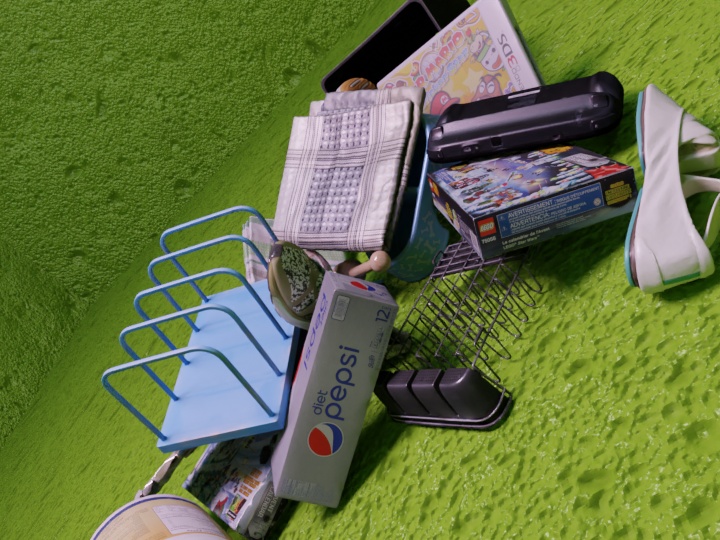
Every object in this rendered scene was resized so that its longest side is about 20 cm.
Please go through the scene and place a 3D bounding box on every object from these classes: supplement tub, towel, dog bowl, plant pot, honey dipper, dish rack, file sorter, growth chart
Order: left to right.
[{"bbox_3d":[-0.166,0.293,0.603,0.145,0.144,0.199,-56,22,-18],"label":"supplement tub"},{"bbox_3d":[-0.186,0.192,0.754,0.200,0.018,0.145,-48,-4,-8],"label":"growth chart"},{"bbox_3d":[-0.148,0.052,0.685,0.137,0.123,0.202,-15,40,19],"label":"file sorter"},{"bbox_3d":[-0.086,-0.011,0.935,0.201,0.147,0.031,-105,19,-54],"label":"towel"},{"bbox_3d":[-0.022,-0.122,0.806,0.191,0.034,0.203,4,76,42],"label":"towel"},{"bbox_3d":[0.000,0.000,0.790,0.038,0.038,0.200,-53,6,-10],"label":"honey dipper"},{"bbox_3d":[0.056,-0.091,0.805,0.111,0.049,0.204,10,88,50],"label":"dog bowl"},{"bbox_3d":[0.101,-0.263,0.952,0.198,0.201,0.178,-29,16,43],"label":"plant pot"},{"bbox_3d":[0.096,0.042,0.627,0.153,0.054,0.201,-13,40,55],"label":"dish rack"}]

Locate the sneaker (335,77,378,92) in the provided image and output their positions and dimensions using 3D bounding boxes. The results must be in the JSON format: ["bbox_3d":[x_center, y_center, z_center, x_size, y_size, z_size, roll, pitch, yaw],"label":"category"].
[{"bbox_3d":[0.026,-0.156,0.917,0.075,0.202,0.087,-34,5,-34],"label":"sneaker"}]

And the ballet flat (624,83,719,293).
[{"bbox_3d":[0.242,-0.068,0.518,0.069,0.069,0.202,-25,36,47],"label":"ballet flat"}]

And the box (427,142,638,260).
[{"bbox_3d":[0.147,-0.076,0.635,0.135,0.040,0.200,-17,19,0],"label":"box"}]

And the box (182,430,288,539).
[{"bbox_3d":[-0.122,0.213,0.773,0.138,0.040,0.199,-57,22,-19],"label":"box"}]

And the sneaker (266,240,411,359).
[{"bbox_3d":[-0.015,0.031,0.689,0.088,0.200,0.078,-18,45,30],"label":"sneaker"}]

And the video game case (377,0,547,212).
[{"bbox_3d":[0.124,-0.191,0.809,0.023,0.184,0.199,-21,-5,-46],"label":"video game case"}]

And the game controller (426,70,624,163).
[{"bbox_3d":[0.165,-0.155,0.701,0.197,0.043,0.105,-5,30,28],"label":"game controller"}]

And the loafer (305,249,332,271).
[{"bbox_3d":[-0.117,0.050,0.818,0.199,0.063,0.072,-34,-21,-5],"label":"loafer"}]

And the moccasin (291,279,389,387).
[{"bbox_3d":[-0.041,0.081,0.796,0.199,0.069,0.080,-32,-2,-25],"label":"moccasin"}]

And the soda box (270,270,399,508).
[{"bbox_3d":[-0.027,0.109,0.633,0.068,0.062,0.203,-125,50,-73],"label":"soda box"}]
